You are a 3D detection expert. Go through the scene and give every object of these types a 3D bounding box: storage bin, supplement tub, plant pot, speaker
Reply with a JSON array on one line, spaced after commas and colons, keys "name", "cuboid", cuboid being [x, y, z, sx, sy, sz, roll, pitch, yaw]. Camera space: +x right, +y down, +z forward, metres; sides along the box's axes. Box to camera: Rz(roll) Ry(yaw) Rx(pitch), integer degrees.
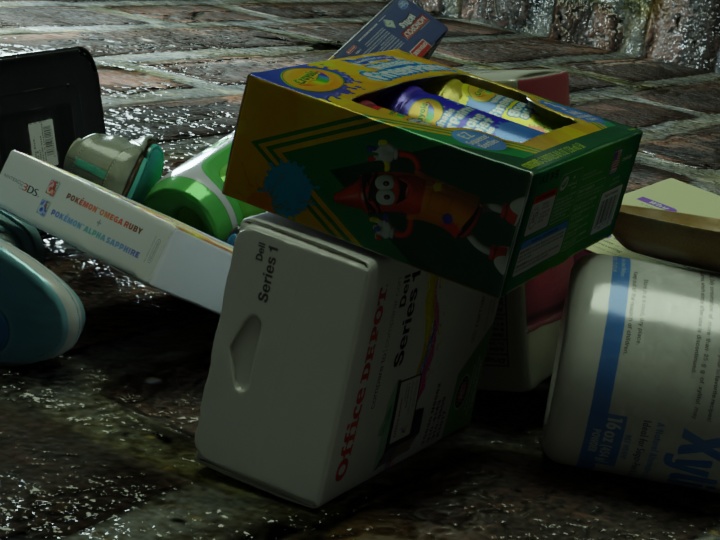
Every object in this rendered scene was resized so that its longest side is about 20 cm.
[{"name": "storage bin", "cuboid": [-0.279, -0.093, 1.282, 0.094, 0.135, 0.200, -2, 10, 22]}, {"name": "supplement tub", "cuboid": [0.216, 0.068, 1.012, 0.200, 0.132, 0.132, 10, 15, 6]}, {"name": "plant pot", "cuboid": [0.248, -0.013, 1.076, 0.200, 0.028, 0.200, 9, 7, -1]}, {"name": "speaker", "cuboid": [-0.094, -0.066, 1.364, 0.088, 0.089, 0.200, 15, 29, 22]}]

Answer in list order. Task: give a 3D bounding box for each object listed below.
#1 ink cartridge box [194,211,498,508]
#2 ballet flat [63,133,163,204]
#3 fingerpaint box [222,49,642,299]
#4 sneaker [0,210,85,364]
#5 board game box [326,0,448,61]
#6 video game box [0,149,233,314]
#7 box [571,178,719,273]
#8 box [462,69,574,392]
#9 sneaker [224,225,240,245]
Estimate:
[{"name": "ink cartridge box", "cuboid": [0.002, 0.035, 0.979, 0.084, 0.145, 0.200, 20, 18, 24]}, {"name": "ballet flat", "cuboid": [-0.189, -0.079, 1.287, 0.064, 0.067, 0.200, 23, 0, -3]}, {"name": "fingerpaint box", "cuboid": [0.046, -0.063, 0.948, 0.167, 0.073, 0.200, 21, 19, 21]}, {"name": "sneaker", "cuboid": [-0.232, 0.000, 1.113, 0.200, 0.080, 0.131, 18, 19, 29]}, {"name": "board game box", "cuboid": [-0.023, -0.132, 1.590, 0.062, 0.200, 0.200, 36, 43, 4]}, {"name": "video game box", "cuboid": [-0.119, -0.007, 1.133, 0.182, 0.047, 0.200, 21, -3, 41]}, {"name": "box", "cuboid": [0.237, 0.022, 1.206, 0.176, 0.097, 0.200, 24, 27, 33]}, {"name": "box", "cuboid": [0.066, -0.030, 1.118, 0.128, 0.200, 0.109, 2, 10, 25]}, {"name": "sneaker", "cuboid": [0.000, 0.000, 1.258, 0.200, 0.073, 0.082, 17, 12, 21]}]
